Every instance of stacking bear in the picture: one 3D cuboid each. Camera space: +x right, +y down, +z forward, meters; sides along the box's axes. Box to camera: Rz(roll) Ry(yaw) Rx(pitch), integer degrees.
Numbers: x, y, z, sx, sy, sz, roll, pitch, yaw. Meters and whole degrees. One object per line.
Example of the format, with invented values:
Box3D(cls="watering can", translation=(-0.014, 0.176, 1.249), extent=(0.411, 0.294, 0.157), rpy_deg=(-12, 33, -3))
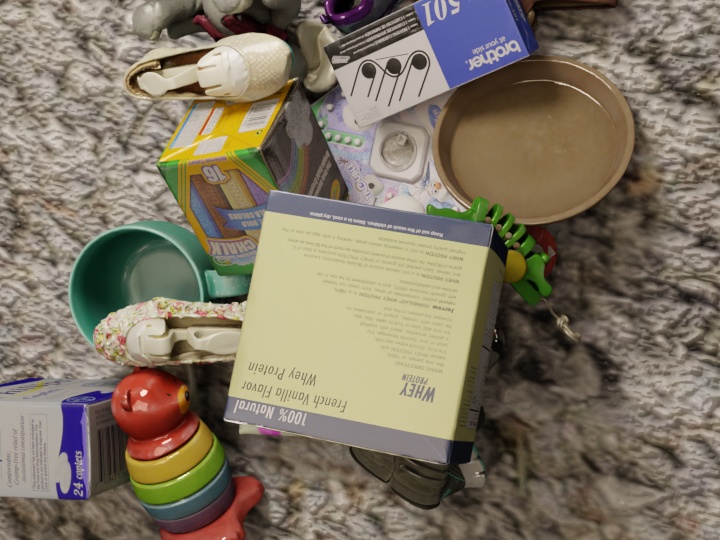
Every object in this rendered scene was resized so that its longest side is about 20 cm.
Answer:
Box3D(cls="stacking bear", translation=(-0.199, 0.194, 1.388), extent=(0.113, 0.122, 0.201), rpy_deg=(-12, 116, 20))

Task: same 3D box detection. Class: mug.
Box3D(cls="mug", translation=(-0.216, 0.028, 1.432), extent=(0.185, 0.114, 0.152), rpy_deg=(26, 100, 6))

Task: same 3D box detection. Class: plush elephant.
Box3D(cls="plush elephant", translation=(-0.115, -0.243, 1.377), extent=(0.164, 0.200, 0.155), rpy_deg=(-9, 110, 34))

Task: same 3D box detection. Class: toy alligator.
Box3D(cls="toy alligator", translation=(0.149, -0.012, 1.228), extent=(0.200, 0.059, 0.054), rpy_deg=(39, 93, -11))

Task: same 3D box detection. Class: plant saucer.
Box3D(cls="plant saucer", translation=(0.171, -0.126, 1.288), extent=(0.199, 0.029, 0.201), rpy_deg=(-6, 61, 11))

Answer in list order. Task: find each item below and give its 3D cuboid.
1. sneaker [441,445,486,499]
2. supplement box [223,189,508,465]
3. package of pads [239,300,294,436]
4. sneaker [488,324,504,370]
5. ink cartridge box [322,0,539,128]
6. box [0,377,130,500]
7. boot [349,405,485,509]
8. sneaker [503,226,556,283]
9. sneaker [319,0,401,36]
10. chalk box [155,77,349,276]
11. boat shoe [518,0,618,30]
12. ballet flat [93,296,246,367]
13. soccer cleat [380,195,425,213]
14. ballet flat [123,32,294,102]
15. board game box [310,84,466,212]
Box3D(cls="sneaker", translation=(0.048, 0.149, 1.299), extent=(0.091, 0.078, 0.200), rpy_deg=(-29, 99, -5))
Box3D(cls="supplement box", translation=(0.010, 0.053, 1.129), extent=(0.199, 0.134, 0.201), rpy_deg=(9, 84, 14))
Box3D(cls="package of pads", translation=(-0.031, 0.100, 1.392), extent=(0.199, 0.068, 0.155), rpy_deg=(1, 92, 18))
Box3D(cls="sneaker", translation=(0.103, 0.062, 1.280), extent=(0.079, 0.200, 0.074), rpy_deg=(-20, 73, -1))
Box3D(cls="ink cartridge box", translation=(0.069, -0.224, 1.306), extent=(0.199, 0.044, 0.094), rpy_deg=(-20, 100, 27))
Box3D(cls="box", translation=(-0.340, 0.183, 1.450), extent=(0.199, 0.184, 0.105), rpy_deg=(-2, 92, 20))
Box3D(cls="boot", translation=(0.016, 0.133, 1.248), extent=(0.200, 0.068, 0.131), rpy_deg=(41, 124, 18))
Box3D(cls="sneaker", translation=(0.086, -0.015, 1.308), extent=(0.199, 0.116, 0.079), rpy_deg=(5, 92, -11))
Box3D(cls="sneaker", translation=(0.033, -0.328, 1.345), extent=(0.074, 0.087, 0.200), rpy_deg=(36, 104, 16))
Box3D(cls="chalk box", translation=(-0.098, -0.077, 1.338), extent=(0.123, 0.125, 0.200), rpy_deg=(-4, 131, 25))
Box3D(cls="boat shoe", translation=(0.161, -0.273, 1.310), extent=(0.199, 0.072, 0.072), rpy_deg=(-7, 88, 14))
Box3D(cls="ballet flat", translation=(-0.179, 0.066, 1.338), extent=(0.199, 0.064, 0.076), rpy_deg=(-6, 106, -2))
Box3D(cls="soccer cleat", translation=(0.000, 0.000, 1.312), extent=(0.070, 0.086, 0.200), rpy_deg=(29, 78, 25))
Box3D(cls="ballet flat", translation=(-0.154, -0.190, 1.281), extent=(0.199, 0.062, 0.068), rpy_deg=(-2, 112, 38))
Box3D(cls="board game box", translation=(0.040, -0.127, 1.382), extent=(0.200, 0.026, 0.200), rpy_deg=(-34, 80, 18))
